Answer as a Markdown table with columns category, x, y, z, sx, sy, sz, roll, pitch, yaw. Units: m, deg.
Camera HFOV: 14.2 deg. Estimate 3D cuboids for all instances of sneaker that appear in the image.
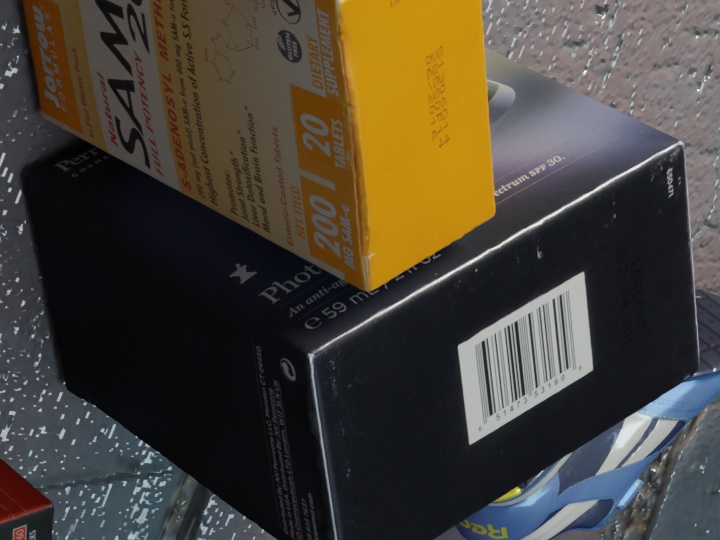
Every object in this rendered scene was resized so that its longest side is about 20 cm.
| category | x | y | z | sx | sy | sz | roll | pitch | yaw |
| --- | --- | --- | --- | --- | --- | --- | --- | --- | --- |
| sneaker | 0.119 | 0.077 | 1.457 | 0.199 | 0.074 | 0.083 | -29 | 137 | -25 |

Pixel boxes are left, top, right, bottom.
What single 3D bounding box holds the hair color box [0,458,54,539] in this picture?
| category | x | y | z | sx | sy | sz | roll | pitch | yaw |
| --- | --- | --- | --- | --- | --- | --- | --- | --- | --- |
| hair color box | -0.223 | 0.151 | 1.176 | 0.199 | 0.061 | 0.102 | -18 | 125 | -35 |

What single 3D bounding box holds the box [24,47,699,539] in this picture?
| category | x | y | z | sx | sy | sz | roll | pitch | yaw |
| --- | --- | --- | --- | --- | --- | --- | --- | --- | --- |
| box | 0.000 | 0.000 | 1.199 | 0.199 | 0.198 | 0.124 | -29 | 128 | -29 |

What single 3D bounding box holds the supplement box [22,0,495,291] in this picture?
| category | x | y | z | sx | sy | sz | roll | pitch | yaw |
| --- | --- | --- | --- | --- | --- | --- | --- | --- | --- |
| supplement box | -0.045 | -0.092 | 1.102 | 0.073 | 0.199 | 0.127 | -30 | 130 | -32 |
